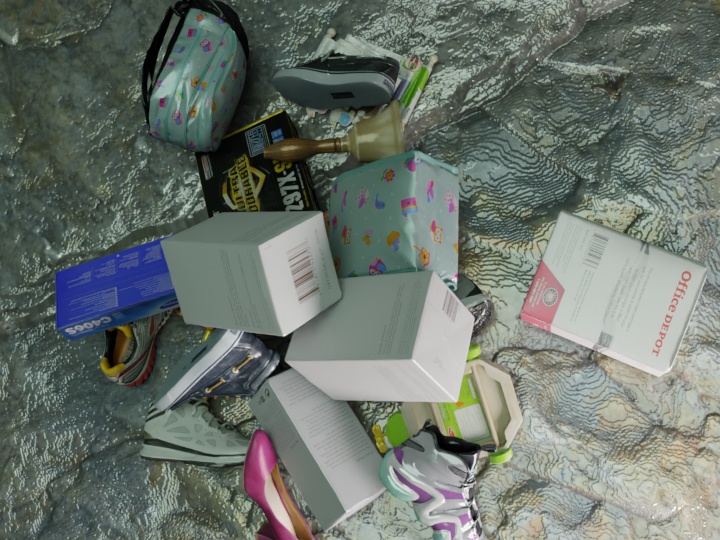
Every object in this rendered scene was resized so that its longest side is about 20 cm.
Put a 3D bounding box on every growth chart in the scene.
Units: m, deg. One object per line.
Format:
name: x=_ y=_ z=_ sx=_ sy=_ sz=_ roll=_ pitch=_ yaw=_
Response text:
growth chart: x=0.002 y=-0.280 z=1.270 sx=0.196 sy=0.018 sz=0.148 roll=21 pitch=86 yaw=17

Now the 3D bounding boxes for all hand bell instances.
hand bell: x=-0.038 y=-0.174 z=1.187 sx=0.195 sy=0.104 sz=0.107 roll=-7 pitch=78 yaw=0

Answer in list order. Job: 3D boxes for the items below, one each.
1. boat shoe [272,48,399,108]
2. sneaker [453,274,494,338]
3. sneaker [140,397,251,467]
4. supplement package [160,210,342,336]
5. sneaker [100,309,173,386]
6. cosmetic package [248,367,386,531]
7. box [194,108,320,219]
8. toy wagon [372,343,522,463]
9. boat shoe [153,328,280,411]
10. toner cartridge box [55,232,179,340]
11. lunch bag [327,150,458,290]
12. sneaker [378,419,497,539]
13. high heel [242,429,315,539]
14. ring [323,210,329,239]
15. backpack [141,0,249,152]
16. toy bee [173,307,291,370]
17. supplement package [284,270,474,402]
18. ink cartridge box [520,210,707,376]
boat shoe: x=-0.036 y=-0.284 z=1.231 sx=0.196 sy=0.074 sz=0.069 roll=4 pitch=63 yaw=32
sneaker: x=0.089 y=0.086 z=1.166 sx=0.199 sy=0.074 sz=0.080 roll=-38 pitch=50 yaw=8
sneaker: x=-0.220 y=0.214 z=1.204 sx=0.196 sy=0.076 sz=0.118 roll=1 pitch=82 yaw=16
supplement package: x=-0.139 y=-0.001 z=1.070 sx=0.197 sy=0.117 sz=0.119 roll=4 pitch=116 yaw=42
sneaker: x=-0.328 y=0.069 z=1.251 sx=0.076 sy=0.082 sz=0.205 roll=9 pitch=81 yaw=16
cosmetic package: x=-0.053 y=0.229 z=1.141 sx=0.202 sy=0.100 sz=0.071 roll=56 pitch=134 yaw=16
box: x=-0.149 y=-0.117 z=1.236 sx=0.157 sy=0.049 sz=0.203 roll=-21 pitch=61 yaw=7
toy wagon: x=0.112 y=0.192 z=1.130 sx=0.196 sy=0.040 sz=0.158 roll=-17 pitch=96 yaw=10
boat shoe: x=-0.198 y=0.150 z=1.152 sx=0.090 sy=0.071 sz=0.200 roll=39 pitch=122 yaw=-18
toner cartridge box: x=-0.335 y=0.023 z=1.212 sx=0.196 sy=0.043 sz=0.097 roll=-17 pitch=60 yaw=4
lunch bag: x=0.031 y=-0.053 z=1.149 sx=0.197 sy=0.121 sz=0.175 roll=-9 pitch=75 yaw=43
sneaker: x=0.133 y=0.278 z=1.081 sx=0.200 sy=0.078 sz=0.140 roll=44 pitch=106 yaw=-3
high heel: x=-0.101 y=0.306 z=1.131 sx=0.094 sy=0.067 sz=0.205 roll=5 pitch=108 yaw=21
ring: x=0.000 y=0.000 z=1.221 sx=0.195 sy=0.019 sz=0.206 roll=-2 pitch=80 yaw=12
backpack: x=-0.236 y=-0.275 z=1.234 sx=0.124 sy=0.168 sz=0.204 roll=15 pitch=68 yaw=11
toy bee: x=-0.188 y=0.068 z=1.206 sx=0.195 sy=0.109 sz=0.134 roll=1 pitch=78 yaw=13
supplement package: x=0.024 y=0.086 z=1.075 sx=0.197 sy=0.121 sz=0.122 roll=-5 pitch=56 yaw=36
ink cartridge box: x=0.325 y=0.032 z=1.105 sx=0.197 sy=0.083 sz=0.149 roll=23 pitch=86 yaw=16
